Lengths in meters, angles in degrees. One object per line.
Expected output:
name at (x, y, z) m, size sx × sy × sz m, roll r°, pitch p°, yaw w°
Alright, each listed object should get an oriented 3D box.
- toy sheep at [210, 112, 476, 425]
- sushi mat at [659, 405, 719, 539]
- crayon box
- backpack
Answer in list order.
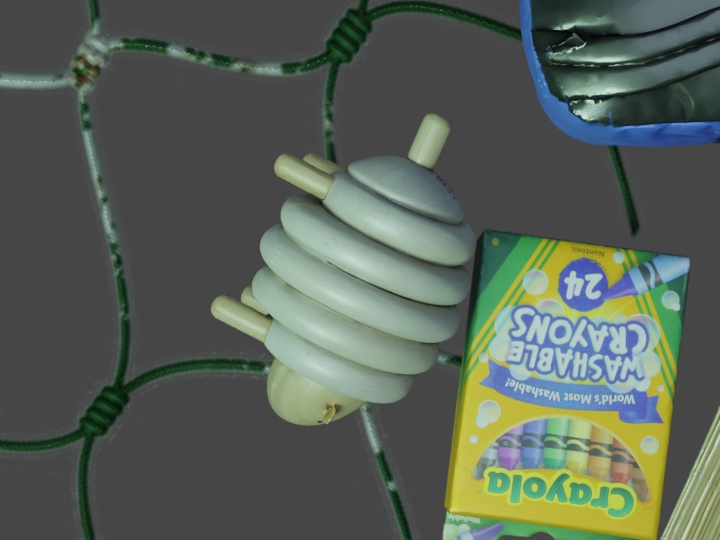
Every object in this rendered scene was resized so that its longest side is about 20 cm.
toy sheep at (0.000, 0.000, 1.006) m, size 0.137 × 0.138 × 0.201 m, roll 24°, pitch 105°, yaw 1°
sushi mat at (0.212, 0.174, 1.032) m, size 0.095 × 0.012 × 0.201 m, roll 27°, pitch 86°, yaw -29°
crayon box at (0.121, 0.084, 1.038) m, size 0.125 × 0.052 × 0.201 m, roll 7°, pitch 86°, yaw 0°
backpack at (0.191, -0.142, 0.997) m, size 0.199 × 0.168 × 0.164 m, roll -6°, pitch 83°, yaw 3°
